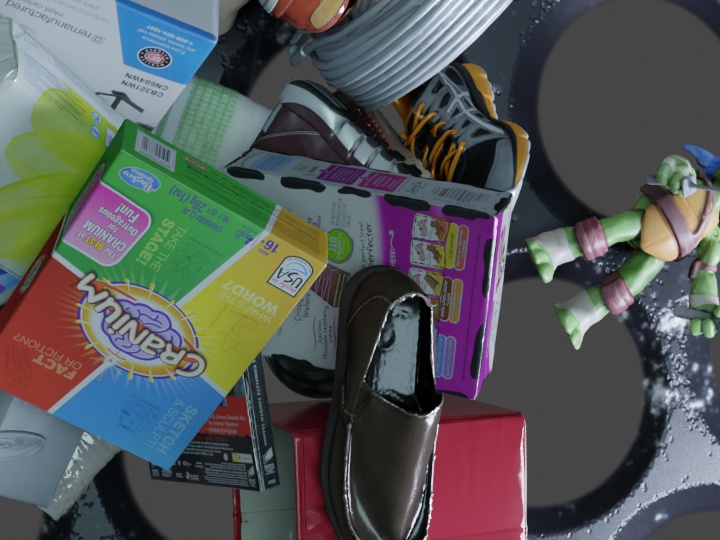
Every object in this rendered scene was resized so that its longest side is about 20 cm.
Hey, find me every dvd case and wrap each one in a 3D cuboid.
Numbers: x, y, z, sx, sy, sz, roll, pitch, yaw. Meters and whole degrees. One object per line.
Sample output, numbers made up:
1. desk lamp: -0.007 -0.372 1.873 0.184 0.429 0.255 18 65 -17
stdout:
1. dvd case: -0.119 0.054 1.087 0.022 0.145 0.203 -12 95 -40

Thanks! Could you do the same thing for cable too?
1. cable: 0.048 -0.206 1.120 0.069 0.200 0.200 43 83 -21

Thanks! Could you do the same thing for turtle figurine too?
1. turtle figurine: 0.240 -0.011 1.193 0.192 0.144 0.201 -26 55 5

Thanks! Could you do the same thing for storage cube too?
1. storage cube: 0.011 0.187 1.126 0.178 0.200 0.173 -3 92 -21

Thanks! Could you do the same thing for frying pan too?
1. frying pan: -0.062 0.040 1.169 0.188 0.031 0.117 4 94 -26

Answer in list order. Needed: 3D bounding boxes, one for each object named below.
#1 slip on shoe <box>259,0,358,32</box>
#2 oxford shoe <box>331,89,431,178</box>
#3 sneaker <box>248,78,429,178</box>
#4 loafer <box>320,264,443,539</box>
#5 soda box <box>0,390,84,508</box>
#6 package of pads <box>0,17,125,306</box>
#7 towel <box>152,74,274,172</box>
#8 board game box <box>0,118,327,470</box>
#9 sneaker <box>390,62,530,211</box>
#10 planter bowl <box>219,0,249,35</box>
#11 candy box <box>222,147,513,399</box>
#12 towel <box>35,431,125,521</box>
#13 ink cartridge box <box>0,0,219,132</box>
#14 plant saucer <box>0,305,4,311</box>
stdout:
1. slip on shoe: -0.031 -0.204 1.094 0.061 0.200 0.074 33 102 -6
2. oxford shoe: 0.035 -0.055 1.202 0.075 0.070 0.202 -28 92 -49
3. sneaker: -0.007 -0.040 1.129 0.200 0.076 0.116 43 101 12
4. loafer: 0.016 0.098 0.990 0.072 0.071 0.203 -3 92 -20
5. soda box: -0.217 0.060 1.071 0.068 0.063 0.202 25 92 -40
6. package of pads: -0.249 -0.056 0.979 0.199 0.069 0.154 -32 136 16
7. towel: -0.157 -0.081 1.161 0.198 0.031 0.151 22 84 -12
8. board game box: -0.137 0.022 0.981 0.152 0.041 0.201 28 118 -19
9. sneaker: 0.069 -0.096 1.139 0.076 0.201 0.079 10 119 -21
10. planter bowl: -0.137 -0.249 1.088 0.198 0.201 0.136 7 116 -15
11. candy box: 0.000 0.000 1.069 0.198 0.061 0.138 11 111 14
12. towel: -0.250 0.072 1.134 0.133 0.034 0.200 -45 102 -9
13. ink cartridge box: -0.202 -0.142 1.018 0.145 0.200 0.085 17 47 -27
14. plant saucer: -0.315 -0.018 1.093 0.197 0.029 0.203 1 82 -6
